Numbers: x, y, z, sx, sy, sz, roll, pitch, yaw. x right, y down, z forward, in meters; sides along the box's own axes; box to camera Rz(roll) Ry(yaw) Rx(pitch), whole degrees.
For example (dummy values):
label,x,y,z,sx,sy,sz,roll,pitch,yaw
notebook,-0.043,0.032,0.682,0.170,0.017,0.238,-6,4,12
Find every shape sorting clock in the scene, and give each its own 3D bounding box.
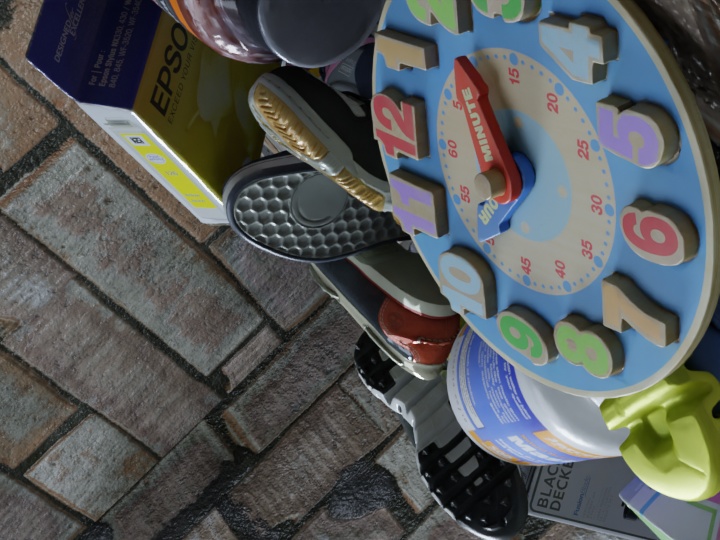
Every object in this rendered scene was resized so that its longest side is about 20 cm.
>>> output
label,x,y,z,sx,sy,sz,roll,pitch,yaw
shape sorting clock,0.066,-0.039,0.524,0.200,0.039,0.200,44,146,40

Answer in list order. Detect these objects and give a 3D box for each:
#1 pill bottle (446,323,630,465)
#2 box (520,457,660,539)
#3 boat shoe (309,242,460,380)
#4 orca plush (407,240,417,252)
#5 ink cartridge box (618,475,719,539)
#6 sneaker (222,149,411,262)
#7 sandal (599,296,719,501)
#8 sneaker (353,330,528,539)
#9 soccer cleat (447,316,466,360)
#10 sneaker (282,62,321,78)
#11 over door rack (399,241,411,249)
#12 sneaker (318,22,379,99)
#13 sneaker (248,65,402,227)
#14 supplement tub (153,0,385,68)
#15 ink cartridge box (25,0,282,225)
label,x,y,z,sx,sy,sz,roll,pitch,yaw
pill bottle,0.129,0.053,0.739,0.112,0.112,0.200,46,163,-1
box,0.194,0.150,0.915,0.200,0.060,0.117,15,-175,-12
boat shoe,0.000,0.000,0.902,0.200,0.071,0.063,41,132,42
orca plush,0.130,0.035,1.039,0.200,0.105,0.071,19,-154,25
ink cartridge box,0.229,0.133,0.659,0.059,0.104,0.200,46,177,-19
sneaker,-0.024,-0.076,0.879,0.202,0.077,0.146,-5,-145,-33
sandal,0.127,0.000,0.581,0.200,0.087,0.079,64,152,8
sneaker,0.070,0.116,0.896,0.090,0.066,0.200,43,-173,-44
soccer cleat,0.146,0.063,0.883,0.200,0.065,0.084,23,167,-3
sneaker,-0.070,-0.178,1.091,0.090,0.075,0.200,55,169,-10
over door rack,-0.010,-0.085,1.430,0.148,0.067,0.200,46,177,13
sneaker,-0.007,-0.116,0.817,0.070,0.082,0.200,46,178,-22
sneaker,0.028,-0.070,0.698,0.200,0.088,0.076,30,-173,-38
supplement tub,-0.068,-0.174,0.659,0.200,0.107,0.107,43,176,45
ink cartridge box,-0.110,-0.160,0.806,0.047,0.198,0.200,3,157,23
